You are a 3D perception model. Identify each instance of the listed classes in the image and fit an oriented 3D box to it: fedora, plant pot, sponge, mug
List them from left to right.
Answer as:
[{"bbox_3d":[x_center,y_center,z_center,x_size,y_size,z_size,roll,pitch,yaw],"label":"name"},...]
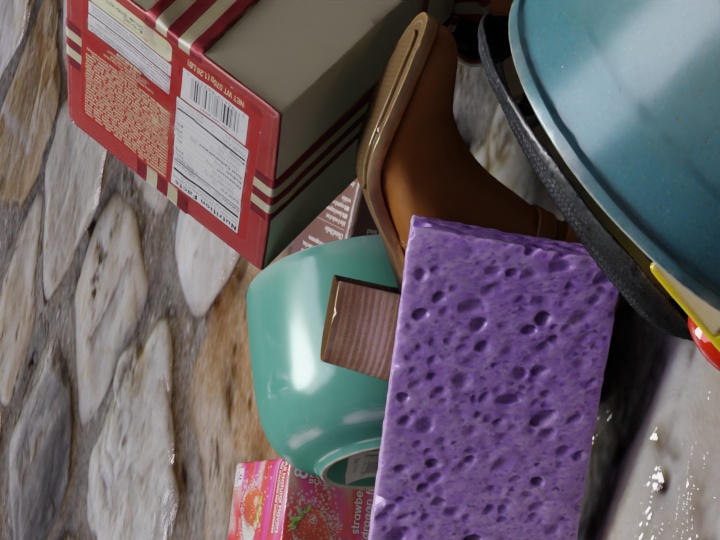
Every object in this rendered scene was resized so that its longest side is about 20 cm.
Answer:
[{"bbox_3d":[0.023,0.064,1.292,0.151,0.184,0.115,-25,62,37],"label":"mug"},{"bbox_3d":[0.067,0.076,1.151,0.030,0.110,0.202,-82,-1,-72],"label":"sponge"},{"bbox_3d":[0.141,-0.065,1.075,0.091,0.201,0.201,-34,38,13],"label":"fedora"},{"bbox_3d":[0.195,-0.105,0.885,0.188,0.199,0.201,-45,37,30],"label":"plant pot"}]

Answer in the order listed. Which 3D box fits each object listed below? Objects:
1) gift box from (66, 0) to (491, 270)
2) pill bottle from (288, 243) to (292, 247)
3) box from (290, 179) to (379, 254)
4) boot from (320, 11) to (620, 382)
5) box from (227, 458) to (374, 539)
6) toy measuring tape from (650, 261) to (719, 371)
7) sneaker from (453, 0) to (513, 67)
[{"bbox_3d":[-0.043,-0.145,1.249,0.187,0.184,0.200,-45,-12,-29],"label":"gift box"},{"bbox_3d":[-0.092,-0.098,1.666,0.200,0.115,0.117,-133,57,-64],"label":"pill bottle"},{"bbox_3d":[0.000,0.000,1.453,0.100,0.074,0.202,-151,75,-67],"label":"box"},{"bbox_3d":[0.071,-0.026,1.170,0.077,0.154,0.202,-129,50,-81],"label":"boot"},{"bbox_3d":[-0.032,0.223,1.392,0.100,0.095,0.202,163,115,-65],"label":"box"},{"bbox_3d":[0.156,-0.015,0.979,0.073,0.200,0.074,-40,-4,-3],"label":"toy measuring tape"},{"bbox_3d":[0.049,-0.167,1.405,0.200,0.072,0.085,-18,60,64],"label":"sneaker"}]
